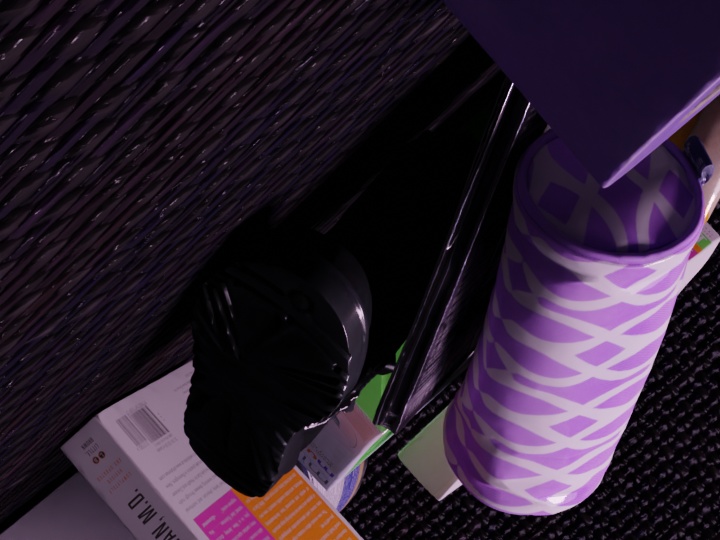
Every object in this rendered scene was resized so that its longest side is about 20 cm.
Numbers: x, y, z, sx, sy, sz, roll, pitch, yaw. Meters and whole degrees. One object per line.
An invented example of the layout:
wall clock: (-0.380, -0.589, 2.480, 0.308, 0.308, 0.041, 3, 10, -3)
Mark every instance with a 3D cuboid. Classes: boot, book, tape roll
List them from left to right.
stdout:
book: (-0.046, 0.138, 1.085, 0.048, 0.200, 0.134, -41, 176, 17)
boot: (0.001, 0.000, 0.968, 0.163, 0.073, 0.199, -47, 170, -29)
book: (0.112, 0.039, 1.240, 0.134, 0.048, 0.200, -48, 170, 32)
tape roll: (0.123, -0.122, 0.700, 0.200, 0.085, 0.200, -41, 176, -4)

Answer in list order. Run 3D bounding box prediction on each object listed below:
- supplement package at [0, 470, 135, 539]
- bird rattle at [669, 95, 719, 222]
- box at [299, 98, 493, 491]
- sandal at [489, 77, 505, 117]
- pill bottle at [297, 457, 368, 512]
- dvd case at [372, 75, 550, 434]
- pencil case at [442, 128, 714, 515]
supplement package: (-0.120, 0.213, 1.194, 0.155, 0.200, 0.111, -38, 176, -30)
bird rattle: (0.189, -0.100, 1.144, 0.164, 0.112, 0.200, -60, -173, 13)
box: (0.034, 0.007, 1.221, 0.200, 0.097, 0.177, -41, 174, -18)
sandal: (0.108, -0.104, 1.123, 0.201, 0.048, 0.075, -54, 176, -6)
pill bottle: (-0.074, 0.130, 1.396, 0.112, 0.112, 0.200, -42, 176, 20)
dvd case: (0.067, -0.040, 0.975, 0.149, 0.016, 0.201, -39, 154, -63)
pencil case: (0.085, 0.021, 0.966, 0.083, 0.086, 0.201, -14, 144, -23)
